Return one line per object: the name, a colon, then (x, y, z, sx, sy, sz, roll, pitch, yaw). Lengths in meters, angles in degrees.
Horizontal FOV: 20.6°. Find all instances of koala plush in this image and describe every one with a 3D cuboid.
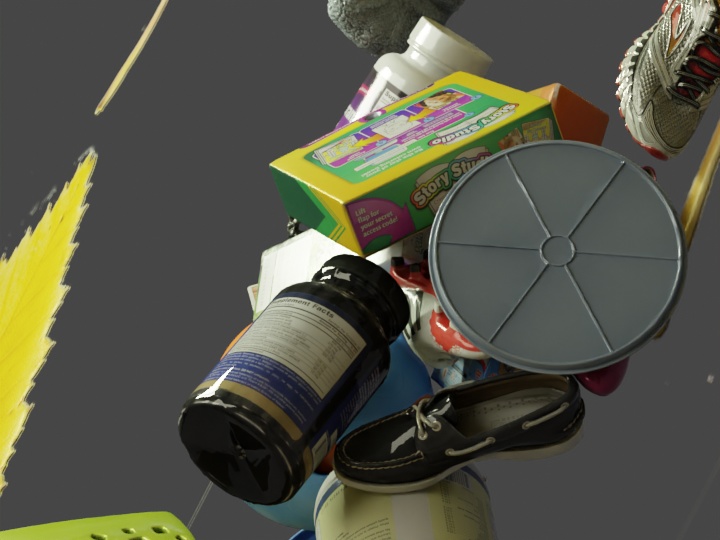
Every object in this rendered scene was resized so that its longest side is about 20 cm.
koala plush: (0.009, -0.328, 2.092, 0.200, 0.177, 0.184, 32, 105, 59)

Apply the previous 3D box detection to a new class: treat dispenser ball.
treat dispenser ball: (-0.034, 0.125, 1.721, 0.201, 0.201, 0.201, -41, 34, 36)

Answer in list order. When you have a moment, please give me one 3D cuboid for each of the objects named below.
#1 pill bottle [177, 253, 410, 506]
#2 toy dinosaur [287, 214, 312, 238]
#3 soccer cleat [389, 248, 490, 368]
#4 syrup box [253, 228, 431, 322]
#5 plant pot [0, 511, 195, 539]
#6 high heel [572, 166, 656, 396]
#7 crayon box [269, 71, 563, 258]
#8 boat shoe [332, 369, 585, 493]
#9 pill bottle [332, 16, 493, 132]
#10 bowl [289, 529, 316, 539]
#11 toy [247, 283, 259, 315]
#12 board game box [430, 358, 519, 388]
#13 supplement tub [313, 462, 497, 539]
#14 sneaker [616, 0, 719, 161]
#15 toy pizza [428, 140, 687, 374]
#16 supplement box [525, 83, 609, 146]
pill bottle: (-0.046, 0.080, 1.559, 0.112, 0.112, 0.200, -26, 19, 50)
toy dinosaur: (-0.024, -0.021, 1.894, 0.200, 0.088, 0.048, -2, 65, 30)
soccer cleat: (0.074, 0.047, 1.610, 0.200, 0.068, 0.085, -141, 41, -63)
syrup box: (0.000, 0.000, 1.782, 0.200, 0.081, 0.079, -24, 48, 39)
plant pot: (-0.225, 0.348, 1.823, 0.181, 0.200, 0.200, 18, 109, 56)
high heel: (0.200, 0.005, 1.557, 0.096, 0.067, 0.200, -53, 25, 38)
crayon box: (0.047, -0.092, 1.668, 0.200, 0.058, 0.173, -27, 23, -15)
boat shoe: (0.074, 0.119, 1.522, 0.060, 0.199, 0.074, 79, -177, -47)
pill bottle: (0.042, -0.141, 1.921, 0.200, 0.111, 0.111, -57, 27, 11)
bowl: (-0.043, 0.321, 1.742, 0.201, 0.039, 0.201, -42, 34, 37)
toy: (-0.044, 0.040, 1.916, 0.115, 0.047, 0.200, -16, 31, -3)
board game box: (0.123, 0.017, 1.659, 0.151, 0.037, 0.200, -138, 67, -77)
supplement tub: (0.042, 0.248, 1.540, 0.145, 0.145, 0.200, -47, 31, 29)
sneaker: (0.270, -0.183, 1.594, 0.082, 0.078, 0.200, 1, 67, 59)
toy pizza: (0.153, -0.009, 1.534, 0.032, 0.200, 0.201, 82, -160, -65)
supplement box: (0.133, -0.109, 1.785, 0.200, 0.069, 0.067, -10, 56, 56)
